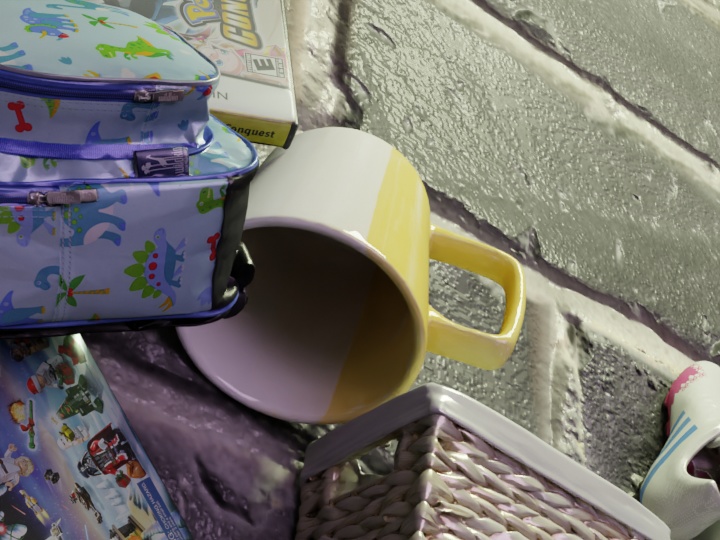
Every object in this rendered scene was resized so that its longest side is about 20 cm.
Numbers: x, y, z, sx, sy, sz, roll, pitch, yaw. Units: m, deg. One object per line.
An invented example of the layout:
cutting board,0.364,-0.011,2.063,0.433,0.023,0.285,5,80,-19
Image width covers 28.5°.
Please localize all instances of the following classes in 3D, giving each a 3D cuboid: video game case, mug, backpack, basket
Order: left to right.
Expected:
backpack,-0.170,-0.057,0.703,0.200,0.147,0.183,-8,28,-28
video game case,-0.134,-0.168,0.882,0.181,0.026,0.200,7,50,-19
mug,-0.009,0.001,0.874,0.187,0.149,0.153,42,34,-17
basket,0.067,0.177,0.832,0.200,0.136,0.123,34,49,-23

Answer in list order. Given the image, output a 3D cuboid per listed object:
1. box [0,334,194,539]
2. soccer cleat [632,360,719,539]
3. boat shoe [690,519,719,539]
box,-0.172,0.107,0.713,0.137,0.040,0.200,-26,83,-49
soccer cleat,0.274,0.133,1.097,0.070,0.086,0.200,47,41,-11
boat shoe,0.307,0.191,1.104,0.062,0.073,0.200,44,36,-8
